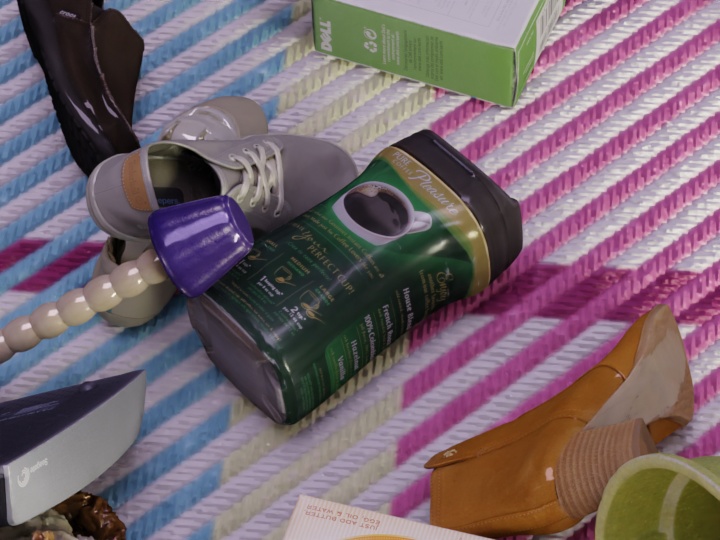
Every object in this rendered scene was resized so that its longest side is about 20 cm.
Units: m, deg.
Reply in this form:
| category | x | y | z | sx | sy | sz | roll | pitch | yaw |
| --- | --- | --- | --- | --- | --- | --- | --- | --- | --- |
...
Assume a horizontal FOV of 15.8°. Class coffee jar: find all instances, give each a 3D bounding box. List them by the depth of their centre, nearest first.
| category | x | y | z | sx | sy | sz | roll | pitch | yaw |
| --- | --- | --- | --- | --- | --- | --- | --- | --- | --- |
| coffee jar | 0.000 | 0.000 | 1.576 | 0.199 | 0.086 | 0.104 | -34 | 54 | -20 |

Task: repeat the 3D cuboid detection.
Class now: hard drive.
| category | x | y | z | sx | sy | sz | roll | pitch | yaw |
| --- | --- | --- | --- | --- | --- | --- | --- | --- | --- |
| hard drive | -0.204 | 0.108 | 1.450 | 0.134 | 0.043 | 0.200 | -14 | 8 | 19 |

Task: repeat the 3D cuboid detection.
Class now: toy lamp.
| category | x | y | z | sx | sy | sz | roll | pitch | yaw |
| --- | --- | --- | --- | --- | --- | --- | --- | --- | --- |
| toy lamp | -0.156 | 0.015 | 1.522 | 0.199 | 0.058 | 0.058 | -28 | 52 | 9 |

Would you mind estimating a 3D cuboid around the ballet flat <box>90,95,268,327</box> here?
| category | x | y | z | sx | sy | sz | roll | pitch | yaw |
| --- | --- | --- | --- | --- | --- | --- | --- | --- | --- |
| ballet flat | -0.113 | -0.053 | 1.636 | 0.069 | 0.070 | 0.201 | 15 | 54 | 14 |

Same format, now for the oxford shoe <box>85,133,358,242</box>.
| category | x | y | z | sx | sy | sz | roll | pitch | yaw |
| --- | --- | --- | --- | --- | --- | --- | --- | --- | --- |
| oxford shoe | -0.074 | -0.051 | 1.593 | 0.199 | 0.058 | 0.076 | -4 | 77 | -40 |

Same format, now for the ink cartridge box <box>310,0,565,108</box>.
| category | x | y | z | sx | sy | sz | roll | pitch | yaw |
| --- | --- | --- | --- | --- | --- | --- | --- | --- | --- |
| ink cartridge box | 0.029 | -0.188 | 1.737 | 0.199 | 0.060 | 0.104 | 17 | 53 | 15 |

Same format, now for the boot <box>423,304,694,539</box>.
| category | x | y | z | sx | sy | sz | roll | pitch | yaw |
| --- | --- | --- | --- | --- | --- | --- | --- | --- | --- |
| boot | 0.113 | 0.090 | 1.509 | 0.143 | 0.071 | 0.201 | -17 | 19 | 22 |

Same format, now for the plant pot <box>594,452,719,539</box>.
| category | x | y | z | sx | sy | sz | roll | pitch | yaw |
| --- | --- | --- | --- | --- | --- | --- | --- | --- | --- |
| plant pot | 0.255 | 0.166 | 1.383 | 0.183 | 0.201 | 0.201 | -18 | 52 | -25 |

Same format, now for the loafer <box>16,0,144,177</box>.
| category | x | y | z | sx | sy | sz | roll | pitch | yaw |
| --- | --- | --- | --- | --- | --- | --- | --- | --- | --- |
| loafer | -0.175 | -0.140 | 1.703 | 0.071 | 0.073 | 0.201 | -18 | 53 | -9 |

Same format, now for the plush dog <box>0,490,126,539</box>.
| category | x | y | z | sx | sy | sz | roll | pitch | yaw |
| --- | --- | --- | --- | --- | --- | --- | --- | --- | --- |
| plush dog | -0.188 | 0.189 | 1.418 | 0.199 | 0.161 | 0.171 | -33 | 31 | -22 |

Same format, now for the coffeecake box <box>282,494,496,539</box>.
| category | x | y | z | sx | sy | sz | roll | pitch | yaw |
| --- | --- | --- | --- | --- | --- | --- | --- | --- | --- |
| coffeecake box | 0.010 | 0.237 | 1.398 | 0.152 | 0.073 | 0.201 | 12 | 54 | 11 |
